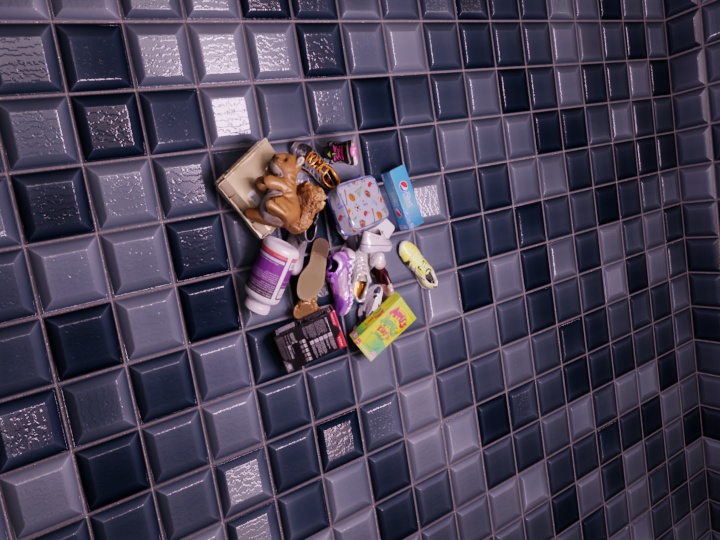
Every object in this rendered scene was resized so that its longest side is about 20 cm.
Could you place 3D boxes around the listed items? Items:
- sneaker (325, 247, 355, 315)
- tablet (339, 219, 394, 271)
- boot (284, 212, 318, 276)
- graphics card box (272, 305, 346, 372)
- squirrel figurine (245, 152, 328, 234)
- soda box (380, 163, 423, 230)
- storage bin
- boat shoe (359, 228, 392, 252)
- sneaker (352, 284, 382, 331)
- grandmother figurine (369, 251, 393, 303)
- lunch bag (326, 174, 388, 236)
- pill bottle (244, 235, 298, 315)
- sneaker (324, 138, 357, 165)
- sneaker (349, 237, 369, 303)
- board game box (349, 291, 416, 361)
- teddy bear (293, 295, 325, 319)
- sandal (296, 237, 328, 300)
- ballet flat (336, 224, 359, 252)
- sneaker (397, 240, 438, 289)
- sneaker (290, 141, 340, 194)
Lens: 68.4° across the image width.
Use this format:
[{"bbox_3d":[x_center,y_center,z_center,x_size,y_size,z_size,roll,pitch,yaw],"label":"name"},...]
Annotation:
[{"bbox_3d":[-0.070,0.035,1.626,0.086,0.079,0.210,0,95,-42],"label":"sneaker"},{"bbox_3d":[0.023,-0.099,1.731,0.129,0.014,0.204,38,73,-24],"label":"tablet"},{"bbox_3d":[-0.175,-0.086,1.552,0.067,0.130,0.209,3,90,-29],"label":"boot"},{"bbox_3d":[-0.150,0.202,1.567,0.194,0.051,0.129,-24,114,-8],"label":"graphics card box"},{"bbox_3d":[-0.192,-0.214,1.447,0.195,0.140,0.194,24,69,-27],"label":"squirrel figurine"},{"bbox_3d":[0.140,-0.241,1.764,0.066,0.063,0.207,-27,104,-26],"label":"soda box"},{"bbox_3d":[-0.284,-0.229,1.510,0.199,0.093,0.202,-47,112,-19],"label":"storage bin"},{"bbox_3d":[0.056,-0.097,1.650,0.199,0.071,0.070,-22,120,-70],"label":"boat shoe"},{"bbox_3d":[0.059,0.151,1.711,0.126,0.079,0.207,12,96,-35],"label":"sneaker"},{"bbox_3d":[0.073,0.028,1.700,0.060,0.119,0.206,-35,128,-27],"label":"grandmother figurine"},{"bbox_3d":[-0.006,-0.201,1.601,0.197,0.075,0.165,-25,89,-46],"label":"lunch bag"},{"bbox_3d":[-0.258,0.016,1.504,0.110,0.112,0.206,22,99,-27],"label":"pill bottle"},{"bbox_3d":[-0.063,-0.351,1.584,0.084,0.200,0.077,-10,107,-13],"label":"sneaker"},{"bbox_3d":[0.000,0.000,1.671,0.074,0.080,0.209,3,93,-22],"label":"sneaker"},{"bbox_3d":[0.070,0.175,1.651,0.199,0.048,0.102,-42,120,-2],"label":"board game box"},{"bbox_3d":[-0.137,0.167,1.624,0.198,0.067,0.147,39,91,-25],"label":"teddy bear"},{"bbox_3d":[-0.143,0.010,1.614,0.075,0.070,0.218,18,61,-6],"label":"sandal"},{"bbox_3d":[-0.048,-0.156,1.647,0.070,0.073,0.209,1,74,-28],"label":"ballet flat"},{"bbox_3d":[0.202,-0.023,1.798,0.076,0.076,0.201,-47,111,-17],"label":"sneaker"},{"bbox_3d":[-0.129,-0.314,1.605,0.199,0.077,0.079,43,74,-22],"label":"sneaker"}]
